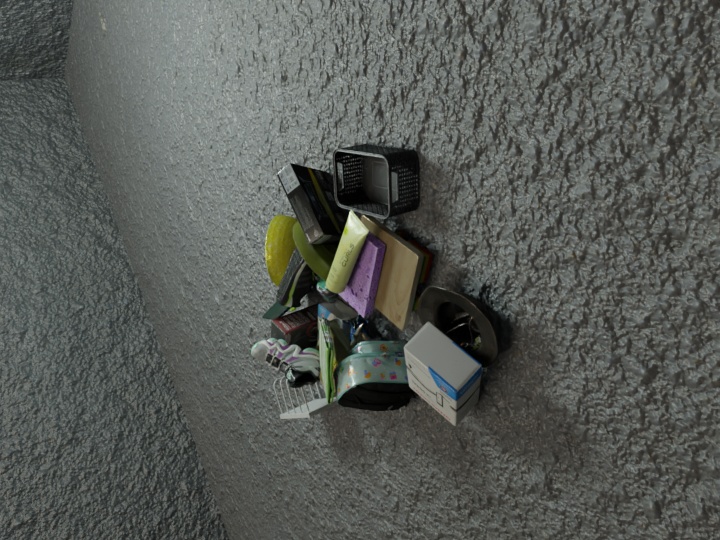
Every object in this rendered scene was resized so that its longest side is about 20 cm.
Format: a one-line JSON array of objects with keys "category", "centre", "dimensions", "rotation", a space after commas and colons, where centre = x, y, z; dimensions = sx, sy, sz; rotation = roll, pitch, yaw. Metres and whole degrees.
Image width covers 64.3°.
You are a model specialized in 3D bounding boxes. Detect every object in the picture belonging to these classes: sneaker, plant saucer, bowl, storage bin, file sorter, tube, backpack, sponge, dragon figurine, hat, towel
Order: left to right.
[{"category": "sneaker", "centre": [-0.197, 0.257, 1.518], "dimensions": [0.141, 0.196, 0.079], "rotation": [-94, 16, -57]}, {"category": "plant saucer", "centre": [-0.199, 0.080, 1.651], "dimensions": [0.036, 0.200, 0.200], "rotation": [48, 142, 0]}, {"category": "bowl", "centre": [-0.178, -0.055, 1.600], "dimensions": [0.105, 0.200, 0.204], "rotation": [1, 109, 16]}, {"category": "sneaker", "centre": [-0.153, 0.012, 1.523], "dimensions": [0.202, 0.082, 0.072], "rotation": [-61, 34, 11]}, {"category": "file sorter", "centre": [-0.164, 0.371, 1.767], "dimensions": [0.199, 0.137, 0.127], "rotation": [-24, 83, 54]}, {"category": "plant saucer", "centre": [-0.090, -0.053, 1.458], "dimensions": [0.031, 0.199, 0.202], "rotation": [-38, 72, 24]}, {"category": "towel", "centre": [-0.081, 0.221, 1.436], "dimensions": [0.200, 0.030, 0.152], "rotation": [-118, 26, -71]}, {"category": "sneaker", "centre": [-0.074, 0.053, 1.536], "dimensions": [0.200, 0.073, 0.089], "rotation": [-120, 9, -74]}, {"category": "tube", "centre": [-0.033, -0.037, 1.325], "dimensions": [0.057, 0.052, 0.202], "rotation": [23, 126, 1]}, {"category": "dragon figurine", "centre": [-0.009, 0.141, 1.439], "dimensions": [0.200, 0.058, 0.101], "rotation": [61, -172, -66]}, {"category": "sponge", "centre": [0.000, 0.000, 1.359], "dimensions": [0.111, 0.029, 0.203], "rotation": [41, 135, 37]}, {"category": "backpack", "centre": [0.031, 0.260, 1.401], "dimensions": [0.176, 0.196, 0.156], "rotation": [-54, 45, 50]}, {"category": "storage bin", "centre": [0.032, -0.206, 1.293], "dimensions": [0.198, 0.093, 0.138], "rotation": [20, 120, 47]}, {"category": "hat", "centre": [0.217, 0.099, 1.182], "dimensions": [0.199, 0.081, 0.203], "rotation": [34, 144, 29]}]

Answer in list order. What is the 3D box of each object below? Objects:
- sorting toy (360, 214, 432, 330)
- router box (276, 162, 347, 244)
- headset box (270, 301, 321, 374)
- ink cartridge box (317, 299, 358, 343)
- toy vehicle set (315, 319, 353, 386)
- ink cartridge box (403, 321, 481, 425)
[{"category": "sorting toy", "centre": [0.075, -0.004, 1.339], "dimensions": [0.198, 0.069, 0.203], "rotation": [39, 134, 38]}, {"category": "router box", "centre": [-0.112, -0.164, 1.447], "dimensions": [0.052, 0.156, 0.203], "rotation": [-31, 77, 25]}, {"category": "headset box", "centre": [-0.177, 0.197, 1.655], "dimensions": [0.075, 0.198, 0.151], "rotation": [36, 130, 38]}, {"category": "ink cartridge box", "centre": [-0.064, 0.195, 1.614], "dimensions": [0.115, 0.066, 0.204], "rotation": [31, 127, 42]}, {"category": "toy vehicle set", "centre": [-0.076, 0.244, 1.571], "dimensions": [0.125, 0.026, 0.202], "rotation": [51, 139, 25]}, {"category": "ink cartridge box", "centre": [0.173, 0.223, 1.210], "dimensions": [0.145, 0.084, 0.201], "rotation": [38, 158, 29]}]
